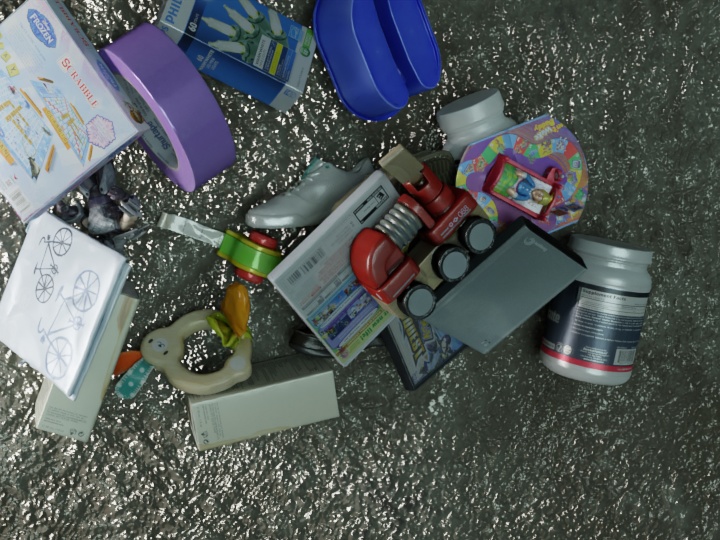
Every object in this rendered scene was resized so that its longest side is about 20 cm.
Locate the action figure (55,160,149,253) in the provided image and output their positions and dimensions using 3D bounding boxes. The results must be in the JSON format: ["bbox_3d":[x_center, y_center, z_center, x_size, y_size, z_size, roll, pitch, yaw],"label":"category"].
[{"bbox_3d":[-0.336,-0.104,1.300,0.129,0.069,0.202,-10,95,22],"label":"action figure"}]

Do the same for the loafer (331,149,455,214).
[{"bbox_3d":[0.040,-0.109,1.367,0.199,0.068,0.076,-29,126,-20],"label":"loafer"}]

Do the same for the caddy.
[{"bbox_3d":[0.017,-0.299,1.359,0.141,0.105,0.202,-35,112,-31],"label":"caddy"}]

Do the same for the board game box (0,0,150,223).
[{"bbox_3d":[-0.388,-0.195,1.230,0.199,0.041,0.201,-33,96,18],"label":"board game box"}]

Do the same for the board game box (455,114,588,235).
[{"bbox_3d":[0.225,-0.114,1.368,0.198,0.039,0.159,-22,106,-12],"label":"board game box"}]

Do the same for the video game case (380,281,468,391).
[{"bbox_3d":[0.093,0.038,1.453,0.180,0.025,0.202,-35,110,-33],"label":"video game case"}]

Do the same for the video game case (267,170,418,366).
[{"bbox_3d":[0.000,0.000,1.333,0.200,0.022,0.182,-44,126,-9],"label":"video game case"}]

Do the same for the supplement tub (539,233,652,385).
[{"bbox_3d":[0.351,0.057,1.511,0.139,0.140,0.202,8,99,-18],"label":"supplement tub"}]

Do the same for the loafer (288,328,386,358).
[{"bbox_3d":[-0.011,0.075,1.449,0.198,0.073,0.072,-9,101,-25],"label":"loafer"}]

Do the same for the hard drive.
[{"bbox_3d":[0.197,0.023,1.412,0.139,0.033,0.200,29,119,-34],"label":"hard drive"}]

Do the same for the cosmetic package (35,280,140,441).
[{"bbox_3d":[-0.358,0.108,1.331,0.071,0.105,0.202,20,97,-21],"label":"cosmetic package"}]

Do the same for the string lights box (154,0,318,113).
[{"bbox_3d":[-0.161,-0.296,1.307,0.199,0.059,0.104,24,60,-20],"label":"string lights box"}]

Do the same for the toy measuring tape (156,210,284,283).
[{"bbox_3d":[-0.175,-0.031,1.374,0.198,0.074,0.074,22,95,-20],"label":"toy measuring tape"}]

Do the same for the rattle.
[{"bbox_3d":[-0.242,0.093,1.336,0.198,0.143,0.132,-1,72,-5],"label":"rattle"}]

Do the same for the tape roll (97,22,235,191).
[{"bbox_3d":[-0.237,-0.198,1.247,0.065,0.200,0.201,-37,109,-18],"label":"tape roll"}]

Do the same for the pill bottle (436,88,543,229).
[{"bbox_3d":[0.183,-0.144,1.433,0.116,0.116,0.202,-25,106,-10],"label":"pill bottle"}]

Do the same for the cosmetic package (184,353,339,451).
[{"bbox_3d":[-0.139,0.177,1.410,0.198,0.104,0.074,-11,105,-13],"label":"cosmetic package"}]

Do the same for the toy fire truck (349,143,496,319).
[{"bbox_3d":[0.055,-0.060,1.265,0.176,0.129,0.200,-46,115,-7],"label":"toy fire truck"}]

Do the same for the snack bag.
[{"bbox_3d":[-0.383,0.037,1.280,0.021,0.199,0.190,15,99,-55],"label":"snack bag"}]

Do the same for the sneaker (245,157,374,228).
[{"bbox_3d":[-0.068,-0.108,1.394,0.198,0.075,0.090,-13,102,-24],"label":"sneaker"}]
